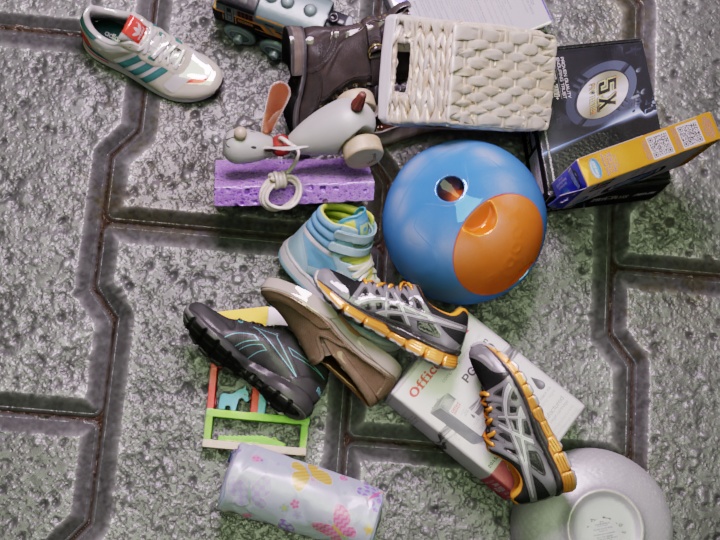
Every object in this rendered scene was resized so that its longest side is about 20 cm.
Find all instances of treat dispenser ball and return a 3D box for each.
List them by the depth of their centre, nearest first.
[{"bbox_3d":[0.126,-0.059,1.389,0.200,0.201,0.202,1,77,-4],"label":"treat dispenser ball"}]

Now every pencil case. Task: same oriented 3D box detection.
[{"bbox_3d":[-0.071,0.276,1.360,0.199,0.083,0.091,17,118,0],"label":"pencil case"}]

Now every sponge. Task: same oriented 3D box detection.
[{"bbox_3d":[-0.086,-0.113,1.436,0.199,0.112,0.030,-1,112,-4],"label":"sponge"}]

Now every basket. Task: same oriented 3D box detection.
[{"bbox_3d":[0.136,-0.239,1.398,0.199,0.123,0.136,-3,101,-40],"label":"basket"}]

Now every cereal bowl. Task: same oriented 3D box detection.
[{"bbox_3d":[0.286,0.312,1.378,0.199,0.083,0.201,1,77,-4],"label":"cereal bowl"}]

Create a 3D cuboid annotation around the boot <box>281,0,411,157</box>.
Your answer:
[{"bbox_3d":[-0.010,-0.238,1.443,0.173,0.201,0.069,-9,42,-14],"label":"boot"}]

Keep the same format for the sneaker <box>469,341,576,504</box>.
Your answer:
[{"bbox_3d":[0.172,0.176,1.313,0.077,0.078,0.201,-27,80,-2],"label":"sneaker"}]

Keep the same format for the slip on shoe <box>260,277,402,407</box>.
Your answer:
[{"bbox_3d":[-0.044,0.086,1.362,0.200,0.076,0.061,39,72,-9],"label":"slip on shoe"}]

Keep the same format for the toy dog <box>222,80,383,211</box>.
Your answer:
[{"bbox_3d":[-0.060,-0.172,1.363,0.199,0.096,0.132,-28,66,-17],"label":"toy dog"}]

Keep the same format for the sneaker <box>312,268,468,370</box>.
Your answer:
[{"bbox_3d":[0.037,0.043,1.346,0.199,0.078,0.077,28,87,-2],"label":"sneaker"}]

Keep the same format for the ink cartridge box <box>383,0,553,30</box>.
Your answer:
[{"bbox_3d":[0.132,-0.380,1.541,0.199,0.043,0.199,-20,80,-6],"label":"ink cartridge box"}]

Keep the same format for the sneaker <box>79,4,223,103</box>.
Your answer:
[{"bbox_3d":[-0.273,-0.283,1.467,0.199,0.093,0.071,25,77,2],"label":"sneaker"}]

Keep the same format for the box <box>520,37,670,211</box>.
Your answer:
[{"bbox_3d":[0.298,-0.188,1.488,0.163,0.086,0.201,-6,78,-6],"label":"box"}]

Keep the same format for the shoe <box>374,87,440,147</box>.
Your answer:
[{"bbox_3d":[0.089,-0.217,1.497,0.199,0.053,0.070,-27,81,-9],"label":"shoe"}]

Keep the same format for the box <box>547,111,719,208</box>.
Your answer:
[{"bbox_3d":[0.319,-0.128,1.372,0.199,0.119,0.042,-18,82,-8],"label":"box"}]

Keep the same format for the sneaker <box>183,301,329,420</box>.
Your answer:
[{"bbox_3d":[-0.127,0.098,1.391,0.200,0.075,0.079,38,64,-2],"label":"sneaker"}]

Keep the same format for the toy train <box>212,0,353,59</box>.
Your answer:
[{"bbox_3d":[-0.100,-0.327,1.478,0.199,0.114,0.086,21,77,1],"label":"toy train"}]

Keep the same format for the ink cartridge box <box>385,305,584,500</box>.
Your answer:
[{"bbox_3d":[0.151,0.163,1.402,0.200,0.085,0.146,38,78,7],"label":"ink cartridge box"}]

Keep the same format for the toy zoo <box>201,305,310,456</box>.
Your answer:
[{"bbox_3d":[-0.122,0.126,1.423,0.131,0.020,0.201,5,77,-3],"label":"toy zoo"}]

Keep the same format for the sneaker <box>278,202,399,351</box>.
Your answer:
[{"bbox_3d":[0.000,0.000,1.400,0.200,0.131,0.080,41,35,5],"label":"sneaker"}]
